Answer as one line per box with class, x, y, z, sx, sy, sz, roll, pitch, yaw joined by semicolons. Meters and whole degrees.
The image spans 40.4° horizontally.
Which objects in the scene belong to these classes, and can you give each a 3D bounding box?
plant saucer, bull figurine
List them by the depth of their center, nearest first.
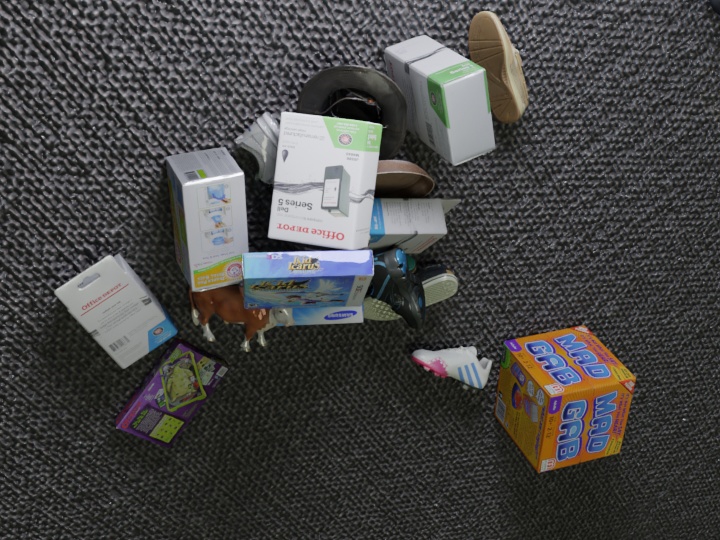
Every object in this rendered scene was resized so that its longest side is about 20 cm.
plant saucer;0.026;-0.146;1.666;0.200;0.200;0.035;-1;75;-24
bull figurine;-0.205;0.073;1.693;0.200;0.065;0.122;19;116;11

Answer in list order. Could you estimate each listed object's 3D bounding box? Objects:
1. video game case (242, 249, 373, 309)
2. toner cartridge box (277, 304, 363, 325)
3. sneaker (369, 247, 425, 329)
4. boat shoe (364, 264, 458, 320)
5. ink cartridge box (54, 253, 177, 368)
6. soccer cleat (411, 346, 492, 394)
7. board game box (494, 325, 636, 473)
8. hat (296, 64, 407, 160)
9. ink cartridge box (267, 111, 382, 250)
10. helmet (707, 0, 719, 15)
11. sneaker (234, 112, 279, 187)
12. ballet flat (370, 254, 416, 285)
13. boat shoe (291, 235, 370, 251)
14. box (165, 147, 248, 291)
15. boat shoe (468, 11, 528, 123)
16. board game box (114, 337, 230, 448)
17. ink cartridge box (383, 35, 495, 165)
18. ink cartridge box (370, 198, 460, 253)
video game case;-0.088;0.017;1.560;0.200;0.046;0.181;-2;162;-7
toner cartridge box;-0.097;0.047;1.740;0.200;0.043;0.095;-3;124;4
sneaker;0.064;0.035;1.761;0.082;0.073;0.200;-10;134;18
boat shoe;0.085;0.040;1.853;0.200;0.062;0.075;-19;131;6
ink cartridge box;-0.411;0.056;1.632;0.116;0.067;0.200;-33;127;-2
soccer cleat;0.186;0.182;1.986;0.200;0.070;0.086;26;90;-36
board game box;0.422;0.266;2.050;0.199;0.200;0.200;-9;123;-18
hat;-0.013;-0.265;1.603;0.200;0.081;0.201;3;132;3
ink cartridge box;-0.055;-0.139;1.535;0.145;0.084;0.200;9;98;16
helmet;0.695;-0.533;1.702;0.200;0.191;0.200;6;79;-36
sneaker;-0.135;-0.166;1.632;0.082;0.075;0.200;-29;117;5
ballet flat;0.000;0.000;1.795;0.200;0.068;0.075;1;140;-19
boat shoe;-0.057;-0.034;1.657;0.067;0.200;0.057;7;87;-38
box;-0.247;-0.083;1.594;0.101;0.113;0.200;-12;124;-20
boat shoe;0.241;-0.356;1.688;0.065;0.071;0.200;-45;127;-39
board game box;-0.344;0.226;1.790;0.120;0.032;0.200;31;102;-39
ink cartridge box;0.127;-0.282;1.592;0.084;0.200;0.146;-23;127;-14
ink cartridge box;0.072;-0.077;1.725;0.200;0.067;0.116;-1;164;-23
